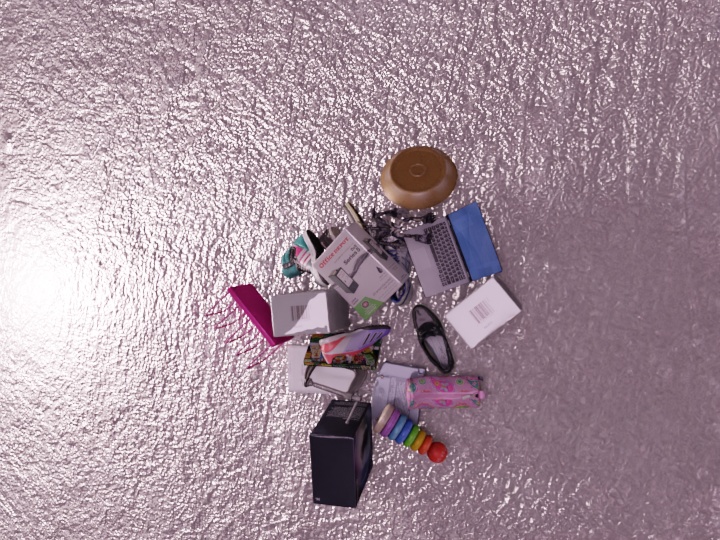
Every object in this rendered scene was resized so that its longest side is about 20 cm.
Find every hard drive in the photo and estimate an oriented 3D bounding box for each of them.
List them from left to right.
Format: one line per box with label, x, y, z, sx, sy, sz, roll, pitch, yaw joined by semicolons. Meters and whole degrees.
hard drive;-0.104;0.277;1.760;0.200;0.027;0.132;0;92;15

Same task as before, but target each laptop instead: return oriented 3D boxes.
laptop;0.229;-0.050;1.612;0.200;0.116;0.187;-20;87;3

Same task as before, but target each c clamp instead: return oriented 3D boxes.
c clamp;-0.071;0.294;1.664;0.200;0.027;0.171;18;55;30

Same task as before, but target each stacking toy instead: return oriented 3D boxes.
stacking toy;0.135;0.437;1.648;0.200;0.085;0.085;33;100;6

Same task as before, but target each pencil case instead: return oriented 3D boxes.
pencil case;0.216;0.315;1.630;0.200;0.087;0.088;0;92;1

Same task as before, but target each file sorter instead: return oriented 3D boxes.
file sorter;-0.312;0.155;1.751;0.125;0.139;0.200;-42;82;14

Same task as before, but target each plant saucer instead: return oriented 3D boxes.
plant saucer;0.149;-0.250;1.621;0.200;0.035;0.200;-4;62;7

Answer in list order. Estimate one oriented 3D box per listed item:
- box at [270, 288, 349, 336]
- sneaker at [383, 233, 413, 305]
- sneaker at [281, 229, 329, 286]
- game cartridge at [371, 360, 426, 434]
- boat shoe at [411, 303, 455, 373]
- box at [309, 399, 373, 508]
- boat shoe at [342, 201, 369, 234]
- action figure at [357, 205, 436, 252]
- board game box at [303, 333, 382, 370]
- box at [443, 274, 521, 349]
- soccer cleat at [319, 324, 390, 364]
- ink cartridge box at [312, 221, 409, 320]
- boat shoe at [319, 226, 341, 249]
box;-0.127;0.107;1.662;0.152;0.200;0.106;-6;89;14
sneaker;0.099;-0.006;1.665;0.075;0.088;0.200;-12;88;16
sneaker;-0.152;-0.008;1.705;0.121;0.084;0.200;-39;45;18
game cartridge;0.099;0.350;1.707;0.133;0.040;0.200;9;94;10
boat shoe;0.188;0.181;1.660;0.074;0.066;0.200;-22;87;15
box;-0.044;0.474;1.647;0.123;0.198;0.200;2;105;15
boat shoe;-0.005;-0.088;1.696;0.065;0.073;0.200;-29;85;9
action figure;0.094;-0.105;1.623;0.200;0.102;0.119;4;91;32
board game box;-0.047;0.218;1.711;0.200;0.105;0.023;1;132;14
box;0.306;0.097;1.558;0.152;0.200;0.106;-41;81;13
soccer cleat;-0.009;0.192;1.677;0.200;0.068;0.073;-12;82;-20
ink cartridge box;0.000;0.000;1.598;0.200;0.084;0.146;45;115;2
boat shoe;-0.043;-0.025;1.717;0.057;0.067;0.200;-37;78;29
